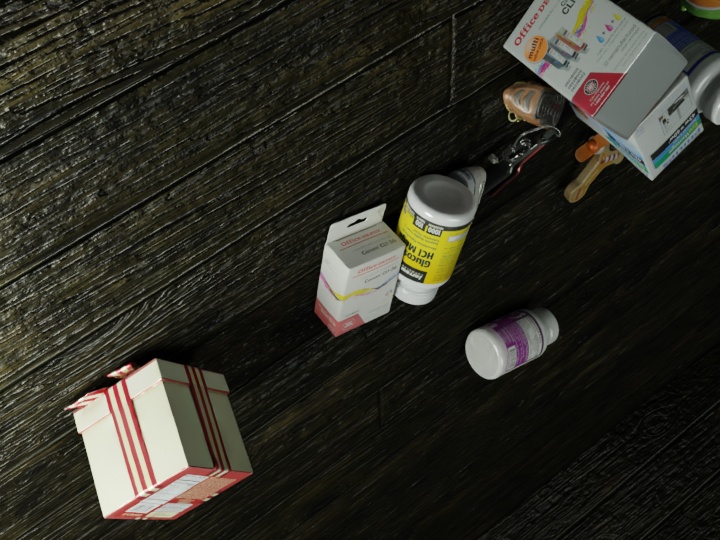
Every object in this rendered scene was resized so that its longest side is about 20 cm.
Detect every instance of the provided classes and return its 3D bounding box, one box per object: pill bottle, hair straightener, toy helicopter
[{"bbox_3d":[0.108,-0.045,1.572,0.112,0.113,0.201,-20,142,-35],"label":"pill bottle"},{"bbox_3d":[0.562,-0.340,1.666,0.111,0.200,0.113,-30,148,-21],"label":"pill bottle"},{"bbox_3d":[0.247,-0.177,1.579,0.076,0.041,0.199,-10,163,-42],"label":"hair straightener"},{"bbox_3d":[0.447,-0.209,1.817,0.132,0.079,0.201,3,130,-51],"label":"toy helicopter"},{"bbox_3d":[0.329,0.148,2.079,0.199,0.112,0.113,-20,143,-35],"label":"pill bottle"}]

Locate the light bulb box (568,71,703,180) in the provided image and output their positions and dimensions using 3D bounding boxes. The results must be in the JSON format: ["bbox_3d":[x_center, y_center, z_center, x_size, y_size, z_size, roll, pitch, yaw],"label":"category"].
[{"bbox_3d":[0.437,-0.283,1.589,0.125,0.199,0.200,-45,149,7],"label":"light bulb box"}]

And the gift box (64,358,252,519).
[{"bbox_3d":[-0.295,0.238,1.375,0.199,0.188,0.184,-29,155,14],"label":"gift box"}]

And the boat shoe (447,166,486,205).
[{"bbox_3d":[0.164,-0.090,1.632,0.069,0.071,0.202,-22,140,-37],"label":"boat shoe"}]

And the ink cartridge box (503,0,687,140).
[{"bbox_3d":[0.343,-0.320,1.431,0.144,0.200,0.146,12,119,-52],"label":"ink cartridge box"}]

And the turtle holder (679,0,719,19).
[{"bbox_3d":[0.589,-0.503,1.558,0.185,0.141,0.132,-43,149,2],"label":"turtle holder"}]

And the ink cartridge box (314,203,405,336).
[{"bbox_3d":[0.000,0.000,1.541,0.116,0.068,0.201,-24,145,-29],"label":"ink cartridge box"}]

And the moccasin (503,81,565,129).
[{"bbox_3d":[0.274,-0.264,1.544,0.201,0.077,0.074,-18,128,-62],"label":"moccasin"}]
